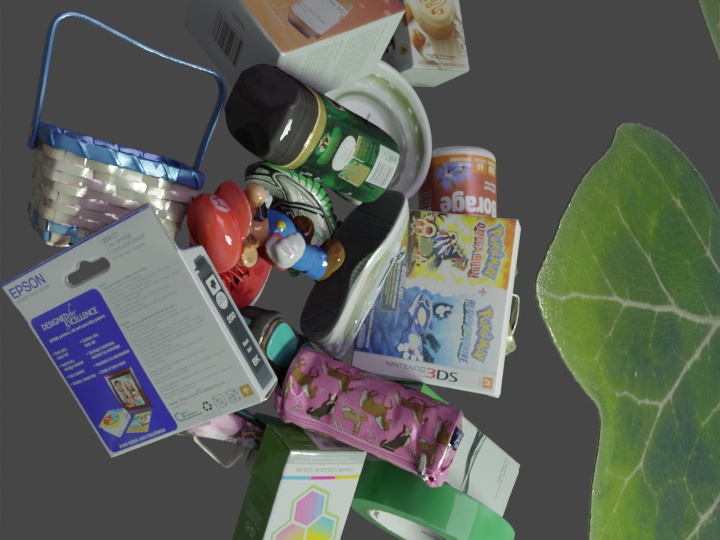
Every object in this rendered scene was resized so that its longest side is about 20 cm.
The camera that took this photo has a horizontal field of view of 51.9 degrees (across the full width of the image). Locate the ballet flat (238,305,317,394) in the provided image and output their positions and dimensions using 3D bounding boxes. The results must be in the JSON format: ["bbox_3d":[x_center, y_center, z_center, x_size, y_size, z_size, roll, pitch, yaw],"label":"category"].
[{"bbox_3d":[-0.092,0.091,0.827,0.069,0.067,0.201,-59,155,-22],"label":"ballet flat"}]

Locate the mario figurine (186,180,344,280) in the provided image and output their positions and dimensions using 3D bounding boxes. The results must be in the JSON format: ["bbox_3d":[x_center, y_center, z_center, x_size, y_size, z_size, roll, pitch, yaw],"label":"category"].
[{"bbox_3d":[-0.088,-0.048,0.740,0.198,0.120,0.110,12,75,-60],"label":"mario figurine"}]

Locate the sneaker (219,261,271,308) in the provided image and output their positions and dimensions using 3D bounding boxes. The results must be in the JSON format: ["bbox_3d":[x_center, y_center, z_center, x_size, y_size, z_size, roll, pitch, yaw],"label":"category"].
[{"bbox_3d":[-0.141,0.017,0.775,0.078,0.115,0.202,37,62,-9],"label":"sneaker"}]

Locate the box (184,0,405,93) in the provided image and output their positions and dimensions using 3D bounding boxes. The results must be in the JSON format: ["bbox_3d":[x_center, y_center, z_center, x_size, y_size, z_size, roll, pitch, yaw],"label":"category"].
[{"bbox_3d":[-0.074,-0.292,0.851,0.198,0.107,0.153,-32,78,-36],"label":"box"}]

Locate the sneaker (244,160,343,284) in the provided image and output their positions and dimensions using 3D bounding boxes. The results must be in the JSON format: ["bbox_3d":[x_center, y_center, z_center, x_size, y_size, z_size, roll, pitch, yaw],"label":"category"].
[{"bbox_3d":[-0.067,-0.046,0.874,0.201,0.077,0.086,49,59,-23],"label":"sneaker"}]

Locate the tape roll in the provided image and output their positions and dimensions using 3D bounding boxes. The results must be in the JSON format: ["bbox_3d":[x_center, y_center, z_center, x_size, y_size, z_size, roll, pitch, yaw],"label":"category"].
[{"bbox_3d":[0.081,0.292,0.870,0.200,0.198,0.049,41,62,-26],"label":"tape roll"}]

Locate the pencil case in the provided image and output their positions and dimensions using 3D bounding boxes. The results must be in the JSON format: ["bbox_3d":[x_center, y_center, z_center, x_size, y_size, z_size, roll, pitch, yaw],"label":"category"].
[{"bbox_3d":[0.009,0.150,0.769,0.195,0.087,0.085,22,88,8],"label":"pencil case"}]

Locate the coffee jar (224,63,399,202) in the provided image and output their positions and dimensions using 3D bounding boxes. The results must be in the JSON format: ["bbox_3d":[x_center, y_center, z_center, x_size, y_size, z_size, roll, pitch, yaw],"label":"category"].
[{"bbox_3d":[-0.048,-0.142,0.787,0.198,0.104,0.087,16,108,-54],"label":"coffee jar"}]

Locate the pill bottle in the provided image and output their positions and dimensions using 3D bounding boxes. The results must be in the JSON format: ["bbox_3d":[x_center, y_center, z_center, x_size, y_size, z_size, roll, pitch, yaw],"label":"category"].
[{"bbox_3d":[0.133,-0.057,1.013,0.110,0.111,0.207,5,81,-37],"label":"pill bottle"}]

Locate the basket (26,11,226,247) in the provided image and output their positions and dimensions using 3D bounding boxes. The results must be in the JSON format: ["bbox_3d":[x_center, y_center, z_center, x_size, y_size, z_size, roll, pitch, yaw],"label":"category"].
[{"bbox_3d":[-0.231,-0.118,0.704,0.173,0.138,0.205,16,99,-36],"label":"basket"}]

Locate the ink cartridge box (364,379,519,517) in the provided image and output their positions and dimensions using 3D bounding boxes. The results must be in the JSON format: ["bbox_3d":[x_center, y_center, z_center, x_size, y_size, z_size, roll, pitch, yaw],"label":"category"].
[{"bbox_3d":[0.080,0.222,0.913,0.199,0.145,0.084,41,63,-26],"label":"ink cartridge box"}]

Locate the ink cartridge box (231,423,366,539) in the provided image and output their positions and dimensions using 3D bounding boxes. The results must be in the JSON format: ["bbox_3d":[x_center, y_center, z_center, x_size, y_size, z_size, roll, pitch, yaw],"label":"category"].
[{"bbox_3d":[-0.074,0.271,0.792,0.102,0.059,0.205,11,100,-37],"label":"ink cartridge box"}]

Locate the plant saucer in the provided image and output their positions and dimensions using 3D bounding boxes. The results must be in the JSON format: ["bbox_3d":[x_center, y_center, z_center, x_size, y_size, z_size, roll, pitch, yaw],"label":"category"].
[{"bbox_3d":[0.002,-0.175,0.956,0.195,0.050,0.207,7,78,-31],"label":"plant saucer"}]

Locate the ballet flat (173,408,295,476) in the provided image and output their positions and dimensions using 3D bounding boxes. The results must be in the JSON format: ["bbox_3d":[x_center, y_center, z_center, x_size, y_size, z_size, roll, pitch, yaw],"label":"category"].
[{"bbox_3d":[-0.124,0.185,0.811,0.198,0.069,0.073,31,84,-34],"label":"ballet flat"}]

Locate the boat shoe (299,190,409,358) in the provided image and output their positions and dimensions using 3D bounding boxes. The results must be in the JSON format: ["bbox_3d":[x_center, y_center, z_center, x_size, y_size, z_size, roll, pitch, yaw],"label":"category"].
[{"bbox_3d":[0.001,0.001,0.856,0.065,0.073,0.206,46,64,-50],"label":"boat shoe"}]

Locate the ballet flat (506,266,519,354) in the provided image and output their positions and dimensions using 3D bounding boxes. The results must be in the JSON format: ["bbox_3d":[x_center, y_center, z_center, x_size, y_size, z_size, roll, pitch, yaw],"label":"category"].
[{"bbox_3d":[0.199,0.024,1.079,0.069,0.070,0.207,0,88,-38],"label":"ballet flat"}]

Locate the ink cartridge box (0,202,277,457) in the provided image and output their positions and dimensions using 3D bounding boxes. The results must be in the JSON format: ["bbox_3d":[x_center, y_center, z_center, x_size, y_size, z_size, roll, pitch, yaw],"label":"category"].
[{"bbox_3d":[-0.204,0.058,0.684,0.204,0.194,0.044,62,23,-15],"label":"ink cartridge box"}]

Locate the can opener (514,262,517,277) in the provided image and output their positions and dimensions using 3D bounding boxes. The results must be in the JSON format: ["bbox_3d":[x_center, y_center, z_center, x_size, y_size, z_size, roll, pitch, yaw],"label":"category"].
[{"bbox_3d":[0.098,0.000,0.934,0.053,0.194,0.069,-28,109,-75],"label":"can opener"}]

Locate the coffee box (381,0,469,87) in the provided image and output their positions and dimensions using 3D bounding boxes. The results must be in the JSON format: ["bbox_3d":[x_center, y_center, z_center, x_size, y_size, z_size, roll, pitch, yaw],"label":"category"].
[{"bbox_3d":[0.073,-0.368,1.027,0.112,0.079,0.206,-9,90,-39],"label":"coffee box"}]

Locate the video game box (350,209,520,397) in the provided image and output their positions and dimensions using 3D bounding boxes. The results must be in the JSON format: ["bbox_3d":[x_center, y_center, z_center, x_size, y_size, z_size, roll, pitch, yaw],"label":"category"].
[{"bbox_3d":[0.089,0.033,0.879,0.047,0.177,0.206,32,65,-72],"label":"video game box"}]
